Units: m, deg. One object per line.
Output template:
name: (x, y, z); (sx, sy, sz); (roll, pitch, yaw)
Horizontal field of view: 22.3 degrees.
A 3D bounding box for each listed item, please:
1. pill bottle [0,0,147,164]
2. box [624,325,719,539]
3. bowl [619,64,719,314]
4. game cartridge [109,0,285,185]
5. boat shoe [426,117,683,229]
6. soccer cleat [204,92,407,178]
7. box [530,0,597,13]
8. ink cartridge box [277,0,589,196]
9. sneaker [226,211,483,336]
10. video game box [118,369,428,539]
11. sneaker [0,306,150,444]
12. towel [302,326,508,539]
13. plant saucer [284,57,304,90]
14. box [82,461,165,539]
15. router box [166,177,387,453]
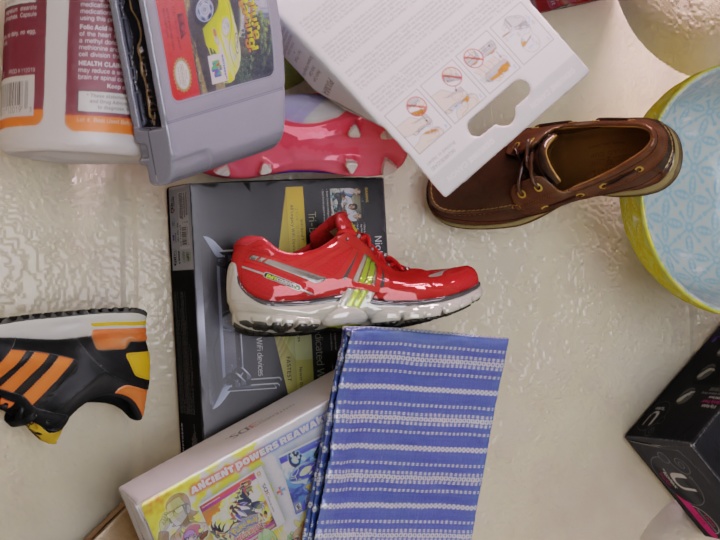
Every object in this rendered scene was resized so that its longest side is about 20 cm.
pill bottle: (-0.187, -0.177, 1.254); (0.113, 0.114, 0.202); (3, 88, -25)
box: (0.336, 0.112, 1.500); (0.200, 0.106, 0.122); (-45, 105, -18)
bowl: (0.279, -0.063, 1.476); (0.199, 0.108, 0.202); (0, 89, -26)
game cartridge: (-0.109, -0.170, 1.234); (0.133, 0.041, 0.202); (-26, 111, -52)
boat shoe: (0.139, -0.080, 1.379); (0.199, 0.068, 0.073); (-11, 76, 18)
soccer cleat: (-0.061, -0.105, 1.348); (0.198, 0.077, 0.067); (4, 110, -8)
box: (0.171, -0.312, 1.433); (0.095, 0.100, 0.202); (-17, 97, -25)
ink cartridge box: (0.044, -0.167, 1.333); (0.160, 0.047, 0.200); (-41, 86, -21)
sneaker: (0.000, 0.000, 1.305); (0.199, 0.077, 0.086); (-2, 84, -27)
video game box: (-0.052, 0.189, 1.304); (0.199, 0.047, 0.183); (-27, 116, -22)
sneaker: (-0.235, 0.077, 1.251); (0.199, 0.070, 0.091); (-7, 89, -27)
towel: (0.032, 0.142, 1.302); (0.144, 0.024, 0.202); (5, 98, -32)
plant saucer: (-0.086, -0.229, 1.349); (0.199, 0.031, 0.202); (1, 89, -26)
box: (-0.135, 0.266, 1.322); (0.163, 0.021, 0.200); (-44, 106, -19)
router box: (-0.057, 0.033, 1.345); (0.156, 0.052, 0.202); (-3, 90, -26)
